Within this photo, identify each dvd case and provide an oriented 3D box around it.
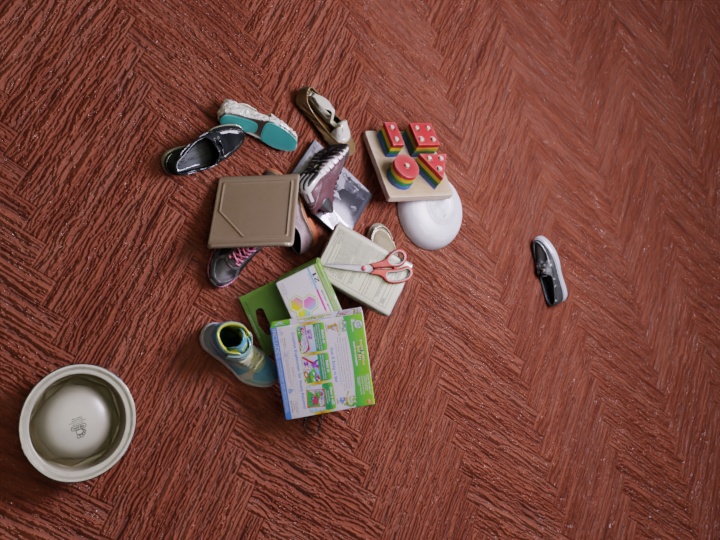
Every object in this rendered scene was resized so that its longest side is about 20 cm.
[{"bbox_3d":[-0.076,-0.189,1.526,0.199,0.025,0.153,40,64,-18],"label":"dvd case"}]

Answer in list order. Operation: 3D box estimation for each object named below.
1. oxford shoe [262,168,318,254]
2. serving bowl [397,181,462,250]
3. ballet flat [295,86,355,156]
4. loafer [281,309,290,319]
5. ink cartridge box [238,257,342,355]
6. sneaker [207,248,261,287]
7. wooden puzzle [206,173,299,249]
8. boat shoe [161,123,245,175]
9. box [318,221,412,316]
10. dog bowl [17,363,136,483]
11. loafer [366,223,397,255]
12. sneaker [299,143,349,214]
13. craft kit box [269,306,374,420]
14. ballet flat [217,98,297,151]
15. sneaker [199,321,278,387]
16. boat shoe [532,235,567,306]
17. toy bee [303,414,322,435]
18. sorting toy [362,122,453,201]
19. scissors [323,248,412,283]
[{"bbox_3d":[-0.165,-0.132,1.426,0.203,0.070,0.073,58,36,-9],"label":"oxford shoe"},{"bbox_3d":[0.192,-0.159,1.655,0.194,0.065,0.208,5,80,-30],"label":"serving bowl"},{"bbox_3d":[-0.073,-0.360,1.529,0.201,0.072,0.068,49,62,-15],"label":"ballet flat"},{"bbox_3d":[-0.093,0.130,1.446,0.195,0.073,0.074,24,108,-12],"label":"loafer"},{"bbox_3d":[-0.146,0.087,1.355,0.195,0.076,0.151,-25,99,1],"label":"ink cartridge box"},{"bbox_3d":[-0.247,-0.050,1.363,0.079,0.095,0.202,46,64,-17],"label":"sneaker"},{"bbox_3d":[-0.221,-0.123,1.346,0.178,0.038,0.205,-1,54,5],"label":"wooden puzzle"},{"bbox_3d":[-0.322,-0.253,1.355,0.196,0.065,0.077,-25,122,-29],"label":"boat shoe"},{"bbox_3d":[0.000,0.000,1.451,0.196,0.109,0.131,29,83,-6],"label":"box"},{"bbox_3d":[-0.515,0.274,1.164,0.195,0.073,0.208,6,79,-30],"label":"dog bowl"},{"bbox_3d":[0.065,-0.017,1.555,0.074,0.068,0.207,-8,86,-30],"label":"loafer"},{"bbox_3d":[-0.078,-0.203,1.486,0.201,0.074,0.118,-51,134,-39],"label":"sneaker"},{"bbox_3d":[-0.076,0.192,1.319,0.190,0.049,0.207,-7,104,0],"label":"craft kit box"},{"bbox_3d":[-0.227,-0.336,1.442,0.195,0.071,0.074,18,73,-27],"label":"ballet flat"},{"bbox_3d":[-0.233,0.176,1.313,0.198,0.129,0.081,35,65,-21],"label":"sneaker"},{"bbox_3d":[0.536,0.003,1.829,0.056,0.068,0.205,-26,97,-30],"label":"boat shoe"},{"bbox_3d":[-0.051,0.255,1.408,0.127,0.110,0.204,10,53,16],"label":"toy bee"},{"bbox_3d":[0.130,-0.279,1.594,0.194,0.070,0.204,-5,63,-29],"label":"sorting toy"},{"bbox_3d":[0.019,0.002,1.390,0.193,0.014,0.076,-11,90,-11],"label":"scissors"}]
